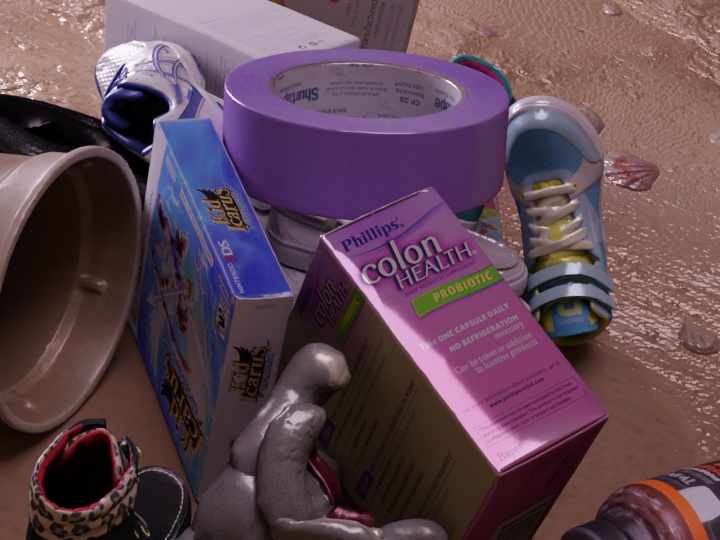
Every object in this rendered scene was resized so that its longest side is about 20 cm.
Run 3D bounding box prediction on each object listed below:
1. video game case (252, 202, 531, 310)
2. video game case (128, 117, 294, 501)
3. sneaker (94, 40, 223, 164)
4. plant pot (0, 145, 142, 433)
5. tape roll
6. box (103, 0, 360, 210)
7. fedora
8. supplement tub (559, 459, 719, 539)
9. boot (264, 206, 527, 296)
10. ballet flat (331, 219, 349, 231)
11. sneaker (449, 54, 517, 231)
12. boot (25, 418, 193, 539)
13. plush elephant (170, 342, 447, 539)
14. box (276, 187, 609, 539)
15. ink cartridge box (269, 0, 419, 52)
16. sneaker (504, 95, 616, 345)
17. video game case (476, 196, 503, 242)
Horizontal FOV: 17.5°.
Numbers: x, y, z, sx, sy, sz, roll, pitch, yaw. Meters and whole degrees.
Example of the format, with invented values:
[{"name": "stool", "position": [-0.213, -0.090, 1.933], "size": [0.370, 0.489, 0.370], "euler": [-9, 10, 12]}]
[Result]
[{"name": "video game case", "position": [0.000, 0.000, 1.769], "size": [0.182, 0.024, 0.200], "euler": [-12, 38, -32]}, {"name": "video game case", "position": [-0.108, 0.026, 1.612], "size": [0.045, 0.181, 0.200], "euler": [-4, 40, -20]}, {"name": "sneaker", "position": [-0.161, -0.130, 1.752], "size": [0.088, 0.075, 0.200], "euler": [13, 16, -38]}, {"name": "plant pot", "position": [-0.278, -0.009, 1.614], "size": [0.183, 0.201, 0.200], "euler": [16, 35, 20]}, {"name": "tape roll", "position": [0.003, -0.098, 1.641], "size": [0.200, 0.066, 0.200], "euler": [3, 21, -1]}, {"name": "box", "position": [-0.105, -0.146, 1.854], "size": [0.097, 0.125, 0.200], "euler": [-20, 35, -40]}, {"name": "fedora", "position": [-0.215, -0.058, 1.747], "size": [0.200, 0.092, 0.201], "euler": [22, 13, -5]}, {"name": "supplement tub", "position": [0.231, 0.185, 1.579], "size": [0.200, 0.107, 0.107], "euler": [-11, 43, -31]}, {"name": "boot", "position": [0.032, -0.039, 1.726], "size": [0.200, 0.096, 0.074], "euler": [10, 32, -3]}, {"name": "ballet flat", "position": [0.058, 0.028, 1.658], "size": [0.069, 0.069, 0.200], "euler": [-25, 72, -41]}, {"name": "sneaker", "position": [0.064, -0.121, 1.856], "size": [0.084, 0.121, 0.200], "euler": [15, 23, -27]}, {"name": "boot", "position": [-0.153, 0.150, 1.455], "size": [0.073, 0.154, 0.204], "euler": [24, 37, 13]}, {"name": "plush elephant", "position": [-0.022, 0.173, 1.468], "size": [0.155, 0.165, 0.200], "euler": [29, 49, 18]}, {"name": "box", "position": [0.046, 0.083, 1.547], "size": [0.097, 0.176, 0.200], "euler": [-26, 66, -29]}, {"name": "ink cartridge box", "position": [-0.057, -0.215, 1.980], "size": [0.200, 0.145, 0.088], "euler": [16, 37, 2]}, {"name": "sneaker", "position": [0.153, -0.026, 1.770], "size": [0.079, 0.200, 0.131], "euler": [-10, 43, 12]}, {"name": "video game case", "position": [0.015, -0.044, 1.881], "size": [0.200, 0.022, 0.182], "euler": [8, 37, -8]}]
